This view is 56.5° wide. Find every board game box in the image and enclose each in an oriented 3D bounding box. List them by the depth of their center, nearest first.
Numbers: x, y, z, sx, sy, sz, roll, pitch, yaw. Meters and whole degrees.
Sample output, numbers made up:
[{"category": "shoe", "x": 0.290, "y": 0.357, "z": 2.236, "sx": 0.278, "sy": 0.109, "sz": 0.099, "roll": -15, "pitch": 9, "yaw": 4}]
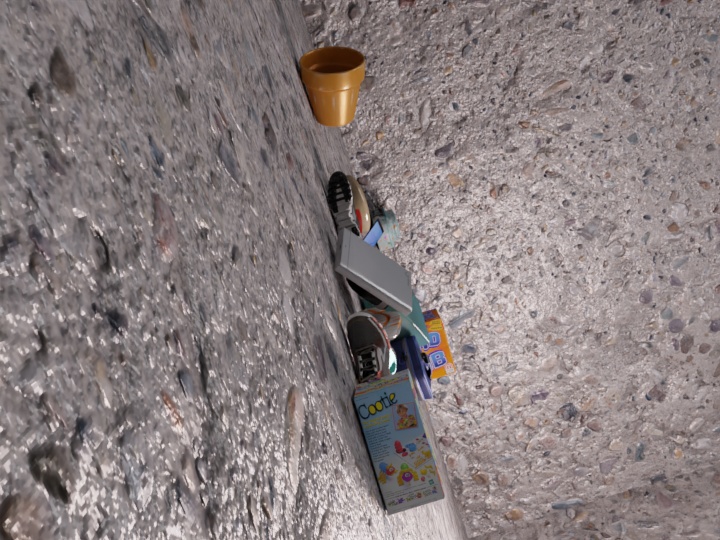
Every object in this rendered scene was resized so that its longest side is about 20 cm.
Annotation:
[{"category": "board game box", "x": 0.066, "y": 0.289, "z": 1.149, "sx": 0.103, "sy": 0.102, "sz": 0.205, "roll": -41, "pitch": 115, "yaw": -86}, {"category": "board game box", "x": 0.219, "y": 0.278, "z": 2.436, "sx": 0.200, "sy": 0.195, "sz": 0.205, "roll": -71, "pitch": 144, "yaw": -84}]

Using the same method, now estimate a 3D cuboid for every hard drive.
[{"category": "hard drive", "x": 0.031, "y": 0.001, "z": 1.471, "sx": 0.198, "sy": 0.027, "sz": 0.133, "roll": 33, "pitch": 34, "yaw": -21}]

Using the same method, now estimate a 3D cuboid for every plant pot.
[{"category": "plant pot", "x": 0.084, "y": 0.121, "z": 1.815, "sx": 0.200, "sy": 0.138, "sz": 0.144, "roll": 52, "pitch": 20, "yaw": -56}, {"category": "plant pot", "x": -0.081, "y": -0.549, "z": 2.029, "sx": 0.202, "sy": 0.194, "sz": 0.187, "roll": -102, "pitch": -172, "yaw": -50}]

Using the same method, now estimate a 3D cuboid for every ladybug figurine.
[{"category": "ladybug figurine", "x": -0.025, "y": -0.171, "z": 1.827, "sx": 0.137, "sy": 0.071, "sz": 0.202, "roll": 60, "pitch": -9, "yaw": 33}]

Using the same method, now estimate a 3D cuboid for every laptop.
[{"category": "laptop", "x": 0.047, "y": -0.032, "z": 2.099, "sx": 0.177, "sy": 0.101, "sz": 0.205, "roll": 49, "pitch": 24, "yaw": -77}]

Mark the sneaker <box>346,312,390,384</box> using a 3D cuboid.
[{"category": "sneaker", "x": 0.023, "y": 0.178, "z": 1.252, "sx": 0.082, "sy": 0.075, "sz": 0.205, "roll": -67, "pitch": 139, "yaw": -73}]

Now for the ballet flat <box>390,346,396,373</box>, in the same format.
[{"category": "ballet flat", "x": 0.030, "y": 0.166, "z": 1.430, "sx": 0.202, "sy": 0.070, "sz": 0.073, "roll": 67, "pitch": 7, "yaw": -53}]

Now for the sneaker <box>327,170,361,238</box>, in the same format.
[{"category": "sneaker", "x": -0.042, "y": -0.152, "z": 1.725, "sx": 0.091, "sy": 0.065, "sz": 0.205, "roll": -77, "pitch": 153, "yaw": -86}]

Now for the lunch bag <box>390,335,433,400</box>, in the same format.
[{"category": "lunch bag", "x": 0.127, "y": 0.266, "z": 1.792, "sx": 0.201, "sy": 0.129, "sz": 0.138, "roll": 67, "pitch": 7, "yaw": -54}]

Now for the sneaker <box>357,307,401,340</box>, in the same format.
[{"category": "sneaker", "x": 0.048, "y": 0.135, "z": 1.520, "sx": 0.200, "sy": 0.076, "sz": 0.079, "roll": -156, "pitch": -122, "yaw": -77}]

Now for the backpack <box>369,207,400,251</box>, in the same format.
[{"category": "backpack", "x": 0.121, "y": -0.201, "z": 3.353, "sx": 0.202, "sy": 0.149, "sz": 0.179, "roll": -88, "pitch": 166, "yaw": -57}]

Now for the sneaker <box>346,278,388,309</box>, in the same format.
[{"category": "sneaker", "x": 0.000, "y": 0.000, "z": 1.542, "sx": 0.090, "sy": 0.067, "sz": 0.202, "roll": 25, "pitch": 25, "yaw": -43}]
